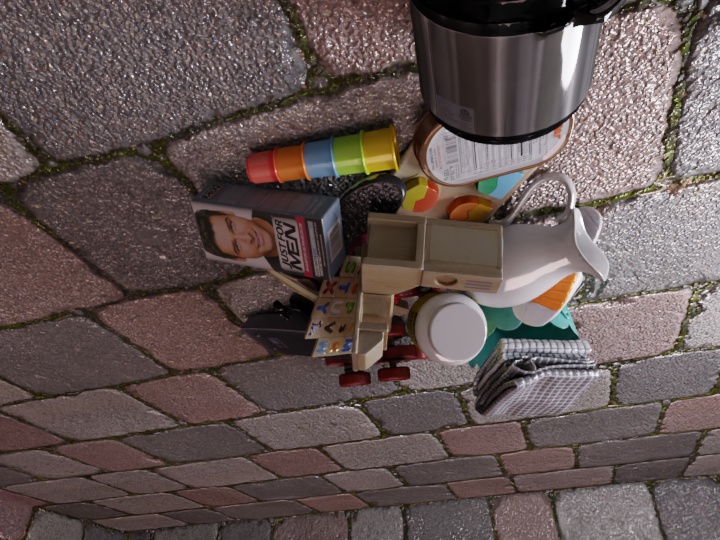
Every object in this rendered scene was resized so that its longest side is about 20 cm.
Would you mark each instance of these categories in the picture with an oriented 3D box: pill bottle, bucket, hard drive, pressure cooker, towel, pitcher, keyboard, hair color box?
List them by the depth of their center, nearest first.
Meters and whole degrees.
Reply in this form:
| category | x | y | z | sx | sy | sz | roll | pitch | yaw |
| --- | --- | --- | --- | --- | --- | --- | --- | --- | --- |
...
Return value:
| category | x | y | z | sx | sy | sz | roll | pitch | yaw |
| --- | --- | --- | --- | --- | --- | --- | --- | --- | --- |
| pressure cooker | 0.131 | -0.236 | 0.525 | 0.174 | 0.180 | 0.200 | -5 | 148 | 10 |
| hair color box | -0.125 | -0.056 | 0.813 | 0.198 | 0.061 | 0.100 | 10 | 129 | 20 |
| pitcher | 0.242 | -0.040 | 0.880 | 0.199 | 0.173 | 0.121 | -19 | -178 | 34 |
| pill bottle | 0.135 | 0.089 | 0.925 | 0.110 | 0.112 | 0.200 | -1 | 178 | -1 |
| keyboard | -0.096 | 0.077 | 1.031 | 0.126 | 0.021 | 0.200 | 16 | -179 | -18 |
| towel | 0.301 | 0.196 | 1.034 | 0.164 | 0.086 | 0.201 | 2 | 148 | -8 |
| bucket | 0.278 | 0.086 | 1.065 | 0.205 | 0.136 | 0.208 | -2 | 147 | -1 |
| hard drive | -0.120 | 0.129 | 1.158 | 0.199 | 0.043 | 0.135 | 0 | 151 | 27 |

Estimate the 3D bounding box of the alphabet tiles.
| category | x | y | z | sx | sy | sz | roll | pitch | yaw |
| --- | --- | --- | --- | --- | --- | --- | --- | --- | --- |
| alphabet tiles | -0.009 | 0.058 | 0.934 | 0.006 | 0.168 | 0.199 | 26 | -168 | 33 |

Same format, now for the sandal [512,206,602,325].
| category | x | y | z | sx | sy | sz | roll | pitch | yaw |
| --- | --- | --- | --- | --- | --- | --- | --- | --- | --- |
| sandal | 0.323 | 0.000 | 0.932 | 0.059 | 0.079 | 0.208 | 13 | 112 | -48 |

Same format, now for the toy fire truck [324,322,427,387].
| category | x | y | z | sx | sy | sz | roll | pitch | yaw |
| --- | --- | --- | --- | --- | --- | --- | --- | --- | --- |
| toy fire truck | 0.034 | 0.184 | 1.244 | 0.198 | 0.113 | 0.168 | -10 | 165 | 13 |

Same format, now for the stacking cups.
| category | x | y | z | sx | sy | sz | roll | pitch | yaw |
| --- | --- | --- | --- | --- | --- | --- | --- | --- | --- |
| stacking cups | -0.050 | -0.141 | 0.766 | 0.198 | 0.061 | 0.061 | -9 | 147 | 10 |

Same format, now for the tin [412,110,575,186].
| category | x | y | z | sx | sy | sz | roll | pitch | yaw |
| --- | --- | --- | --- | --- | --- | --- | --- | --- | --- |
| tin | 0.164 | -0.166 | 0.728 | 0.198 | 0.042 | 0.112 | -15 | 139 | 3 |

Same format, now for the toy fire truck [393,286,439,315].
| category | x | y | z | sx | sy | sz | roll | pitch | yaw |
| --- | --- | --- | --- | --- | --- | --- | --- | --- | --- |
| toy fire truck | 0.050 | 0.055 | 1.085 | 0.198 | 0.049 | 0.141 | -8 | 147 | 8 |

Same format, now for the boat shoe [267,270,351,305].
| category | x | y | z | sx | sy | sz | roll | pitch | yaw |
| --- | --- | --- | --- | --- | --- | --- | --- | --- | --- |
| boat shoe | -0.107 | 0.002 | 0.938 | 0.200 | 0.072 | 0.076 | 40 | 149 | -9 |

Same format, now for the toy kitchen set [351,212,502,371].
| category | x | y | z | sx | sy | sz | roll | pitch | yaw |
| --- | --- | --- | --- | --- | --- | --- | --- | --- | --- |
| toy kitchen set | 0.083 | 0.052 | 0.801 | 0.179 | 0.164 | 0.200 | 5 | 151 | 3 |

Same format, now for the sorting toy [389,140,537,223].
| category | x | y | z | sx | sy | sz | roll | pitch | yaw |
| --- | --- | --- | --- | --- | --- | --- | --- | --- | --- |
| sorting toy | 0.134 | -0.121 | 0.830 | 0.184 | 0.037 | 0.200 | 14 | 144 | -23 |

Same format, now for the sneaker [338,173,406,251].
| category | x | y | z | sx | sy | sz | roll | pitch | yaw |
| --- | --- | --- | --- | --- | --- | --- | --- | --- | --- |
| sneaker | -0.014 | -0.087 | 0.839 | 0.072 | 0.083 | 0.200 | 37 | 131 | -22 |

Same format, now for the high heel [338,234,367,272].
| category | x | y | z | sx | sy | sz | roll | pitch | yaw |
| --- | --- | --- | --- | --- | --- | --- | --- | --- | --- |
| high heel | 0.000 | 0.000 | 0.954 | 0.067 | 0.097 | 0.200 | 14 | 144 | -22 |
